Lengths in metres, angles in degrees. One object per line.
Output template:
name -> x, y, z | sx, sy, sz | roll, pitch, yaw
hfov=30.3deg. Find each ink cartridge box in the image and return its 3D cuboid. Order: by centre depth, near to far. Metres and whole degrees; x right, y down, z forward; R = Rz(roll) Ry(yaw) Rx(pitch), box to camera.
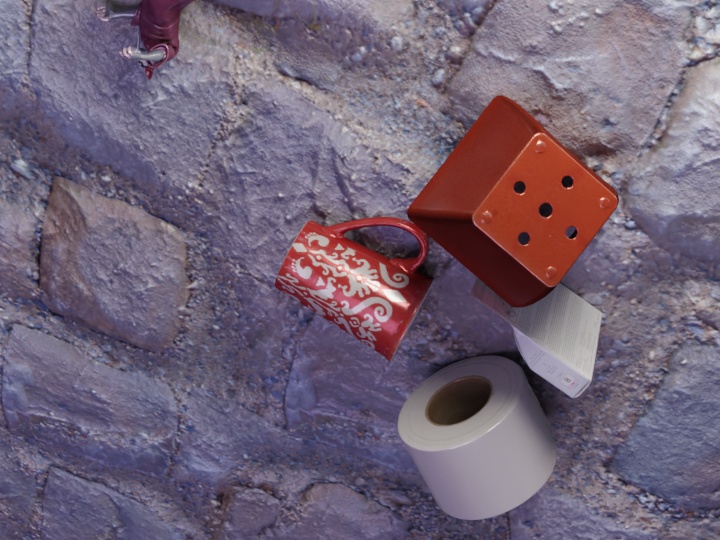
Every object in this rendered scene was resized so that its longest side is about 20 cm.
ink cartridge box -> 0.232, 0.059, 1.793 | 0.199, 0.163, 0.057 | 32, 126, -5

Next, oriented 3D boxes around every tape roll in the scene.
tape roll -> 0.169, 0.240, 1.926 | 0.201, 0.204, 0.140 | -14, 120, 29

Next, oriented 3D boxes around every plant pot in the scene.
plant pot -> 0.203, -0.078, 1.633 | 0.199, 0.176, 0.201 | 39, 90, -10

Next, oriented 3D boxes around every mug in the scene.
mug -> -0.002, 0.005, 1.889 | 0.198, 0.179, 0.134 | 28, 167, 4

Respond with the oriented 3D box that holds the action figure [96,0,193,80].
action figure -> -0.262, -0.339, 1.745 | 0.147, 0.135, 0.201 | -15, 147, -20
